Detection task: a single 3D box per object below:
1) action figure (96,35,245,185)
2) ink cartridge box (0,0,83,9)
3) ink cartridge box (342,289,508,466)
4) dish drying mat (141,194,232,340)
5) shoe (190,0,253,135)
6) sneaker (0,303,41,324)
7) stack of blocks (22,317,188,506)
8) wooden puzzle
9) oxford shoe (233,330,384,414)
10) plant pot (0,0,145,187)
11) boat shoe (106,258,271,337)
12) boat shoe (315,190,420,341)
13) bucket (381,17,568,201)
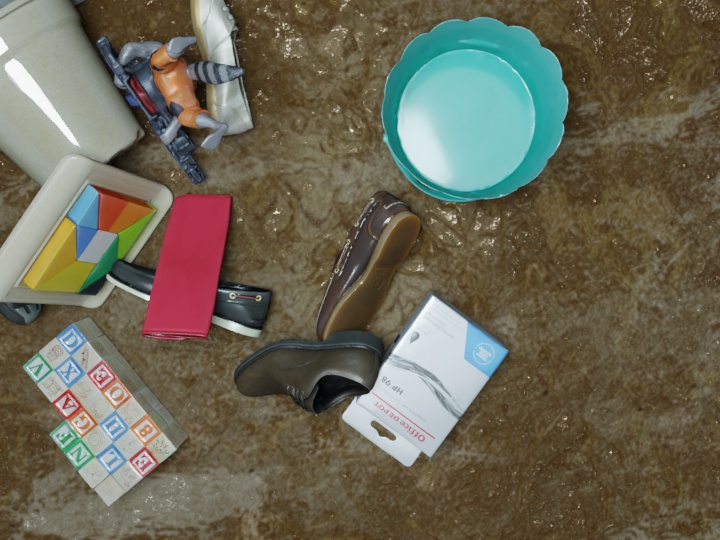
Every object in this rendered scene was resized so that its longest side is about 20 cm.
[{"bbox_3d":[-0.199,-0.196,0.953,0.104,0.193,0.201,-39,124,-13],"label":"action figure"},{"bbox_3d":[-0.420,-0.335,0.962,0.199,0.145,0.084,-27,92,5],"label":"ink cartridge box"},{"bbox_3d":[0.074,0.140,1.012,0.115,0.067,0.201,35,95,-1],"label":"ink cartridge box"},{"bbox_3d":[-0.200,-0.008,0.980,0.076,0.018,0.202,3,56,1],"label":"dish drying mat"},{"bbox_3d":[-0.163,-0.262,0.994,0.053,0.070,0.202,-4,102,5],"label":"shoe"},{"bbox_3d":[-0.481,0.001,1.038,0.200,0.075,0.079,44,109,5],"label":"sneaker"},{"bbox_3d":[-0.326,0.174,1.040,0.115,0.059,0.201,-38,92,5],"label":"stack of blocks"},{"bbox_3d":[-0.313,-0.033,0.956,0.037,0.200,0.186,38,96,18],"label":"wooden puzzle"},{"bbox_3d":[-0.071,0.129,0.990,0.198,0.085,0.073,-14,136,26],"label":"oxford shoe"},{"bbox_3d":[-0.356,-0.191,0.962,0.200,0.201,0.184,-37,104,5],"label":"plant pot"},{"bbox_3d":[-0.207,0.021,1.016,0.199,0.074,0.064,18,96,-4],"label":"boat shoe"},{"bbox_3d":[0.000,0.000,1.009,0.070,0.070,0.201,42,107,36],"label":"boat shoe"},{"bbox_3d":[0.126,-0.176,0.951,0.205,0.135,0.210,0,94,4],"label":"bucket"}]
